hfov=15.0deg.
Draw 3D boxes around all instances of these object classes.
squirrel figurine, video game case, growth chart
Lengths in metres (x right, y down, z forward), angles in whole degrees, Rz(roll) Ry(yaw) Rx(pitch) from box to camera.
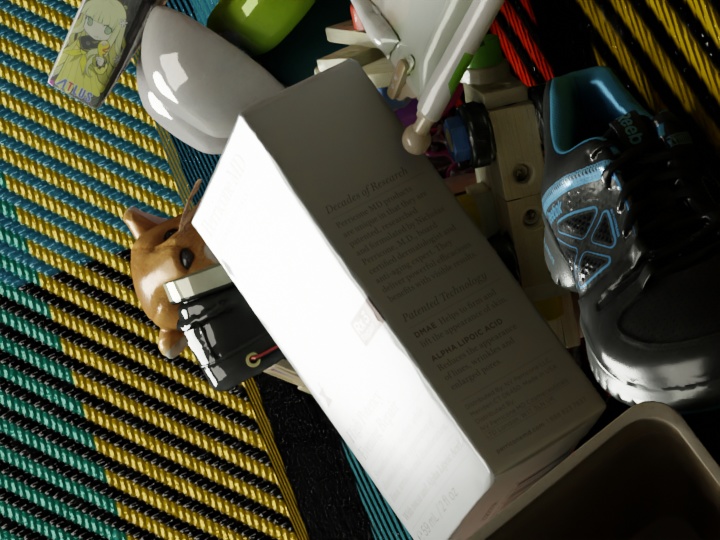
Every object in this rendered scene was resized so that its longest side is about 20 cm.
[{"bbox_3d":[-0.048,-0.011,1.660,0.200,0.186,0.142,161,90,-82],"label":"squirrel figurine"},{"bbox_3d":[-0.091,-0.204,1.427,0.182,0.036,0.200,-61,4,34],"label":"video game case"},{"bbox_3d":[0.022,-0.171,1.207,0.145,0.018,0.201,-56,43,36],"label":"growth chart"}]

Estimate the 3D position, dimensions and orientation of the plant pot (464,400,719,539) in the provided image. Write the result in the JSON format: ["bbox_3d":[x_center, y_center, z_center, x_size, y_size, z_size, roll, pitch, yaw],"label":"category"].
[{"bbox_3d":[0.100,0.182,1.014,0.200,0.200,0.177,52,-173,7],"label":"plant pot"}]

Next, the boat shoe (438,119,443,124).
[{"bbox_3d":[0.009,-0.085,1.514,0.065,0.073,0.201,134,119,-78],"label":"boat shoe"}]

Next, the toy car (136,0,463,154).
[{"bbox_3d":[-0.015,-0.126,1.385,0.150,0.175,0.200,36,174,-3],"label":"toy car"}]

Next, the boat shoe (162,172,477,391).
[{"bbox_3d":[-0.001,0.000,1.346,0.074,0.201,0.063,-17,96,60],"label":"boat shoe"}]

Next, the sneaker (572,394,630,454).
[{"bbox_3d":[0.108,0.130,1.172,0.201,0.071,0.080,-83,-3,-47],"label":"sneaker"}]

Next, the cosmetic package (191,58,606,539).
[{"bbox_3d":[0.014,0.018,1.219,0.200,0.074,0.102,53,149,15],"label":"cosmetic package"}]

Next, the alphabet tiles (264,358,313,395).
[{"bbox_3d":[0.036,0.080,1.404,0.166,0.199,0.006,141,150,-83],"label":"alphabet tiles"}]

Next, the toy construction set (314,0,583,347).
[{"bbox_3d":[0.057,-0.039,1.270,0.201,0.092,0.131,63,176,-17],"label":"toy construction set"}]

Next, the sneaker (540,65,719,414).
[{"bbox_3d":[0.106,-0.012,1.021,0.200,0.073,0.082,-127,22,-62],"label":"sneaker"}]

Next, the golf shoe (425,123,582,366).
[{"bbox_3d":[0.054,0.013,1.430,0.092,0.072,0.201,80,168,-57],"label":"golf shoe"}]
